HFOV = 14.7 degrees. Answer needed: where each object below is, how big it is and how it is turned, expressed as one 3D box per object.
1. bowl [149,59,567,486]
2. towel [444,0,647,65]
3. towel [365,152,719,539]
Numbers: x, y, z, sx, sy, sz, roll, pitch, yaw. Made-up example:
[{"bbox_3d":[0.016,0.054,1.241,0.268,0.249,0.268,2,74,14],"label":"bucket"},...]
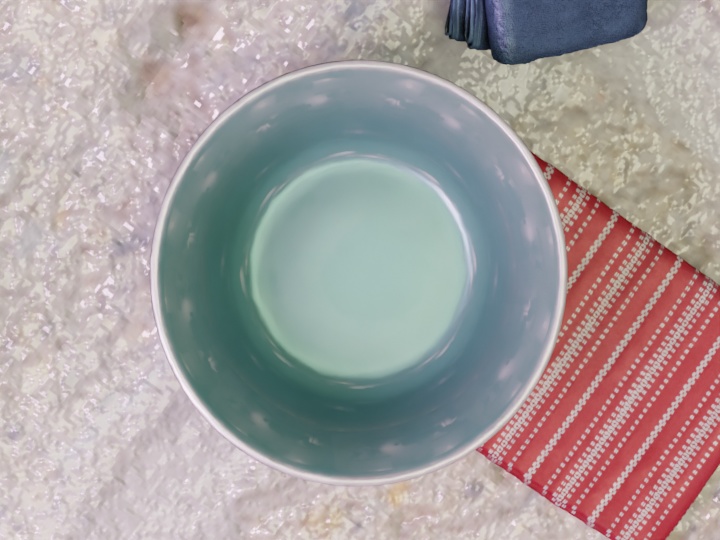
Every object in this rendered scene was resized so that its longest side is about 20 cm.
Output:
[{"bbox_3d":[0.000,0.000,1.365,0.199,0.105,0.202,0,92,1],"label":"bowl"},{"bbox_3d":[0.094,-0.208,1.375,0.111,0.048,0.201,-12,109,-31],"label":"towel"},{"bbox_3d":[0.113,0.043,1.452,0.200,0.022,0.145,35,92,-16],"label":"towel"}]
